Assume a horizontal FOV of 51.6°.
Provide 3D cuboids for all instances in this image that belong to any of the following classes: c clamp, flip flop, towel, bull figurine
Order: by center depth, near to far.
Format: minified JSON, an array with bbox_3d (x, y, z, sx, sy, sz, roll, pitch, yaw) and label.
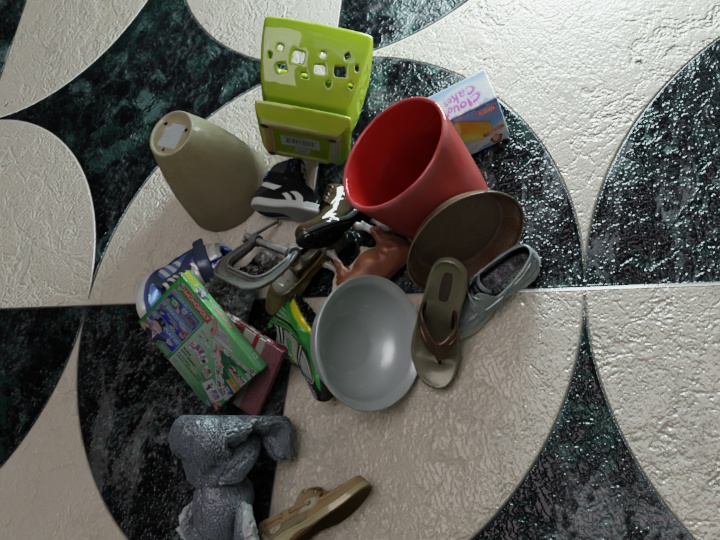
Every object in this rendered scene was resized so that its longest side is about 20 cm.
[{"bbox_3d":[0.120,0.082,1.118,0.079,0.058,0.205,12,106,10],"label":"flip flop"},{"bbox_3d":[-0.228,0.139,1.248,0.197,0.023,0.146,31,113,10],"label":"towel"},{"bbox_3d":[0.000,0.000,1.252,0.199,0.065,0.122,-41,71,-1],"label":"bull figurine"},{"bbox_3d":[-0.170,-0.030,1.284,0.169,0.028,0.199,-33,32,-21],"label":"c clamp"}]

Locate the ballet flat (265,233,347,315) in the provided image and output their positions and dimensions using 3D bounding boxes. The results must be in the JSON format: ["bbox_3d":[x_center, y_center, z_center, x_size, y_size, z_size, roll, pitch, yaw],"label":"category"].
[{"bbox_3d":[-0.107,-0.010,1.309,0.200,0.071,0.071,-45,58,0],"label":"ballet flat"}]

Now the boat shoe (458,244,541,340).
[{"bbox_3d":[0.191,0.029,1.154,0.200,0.071,0.071,-40,58,5],"label":"boat shoe"}]

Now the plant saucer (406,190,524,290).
[{"bbox_3d":[0.155,-0.050,1.133,0.198,0.201,0.037,-33,49,6],"label":"plant saucer"}]

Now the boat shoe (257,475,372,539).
[{"bbox_3d":[-0.074,0.360,1.126,0.198,0.071,0.065,-35,59,8],"label":"boat shoe"}]

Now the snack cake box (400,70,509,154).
[{"bbox_3d":[0.144,-0.240,1.269,0.196,0.115,0.068,-24,57,13],"label":"snack cake box"}]

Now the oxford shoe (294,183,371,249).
[{"bbox_3d":[-0.049,-0.097,1.259,0.085,0.199,0.073,49,136,9],"label":"oxford shoe"}]

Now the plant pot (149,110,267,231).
[{"bbox_3d":[-0.300,-0.203,1.402,0.183,0.200,0.192,-9,64,19],"label":"plant pot"}]

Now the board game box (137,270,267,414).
[{"bbox_3d":[-0.262,0.120,1.227,0.134,0.029,0.201,-40,89,26],"label":"board game box"}]

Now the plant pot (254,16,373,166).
[{"bbox_3d":[-0.090,-0.307,1.332,0.195,0.199,0.186,11,77,-1],"label":"plant pot"}]

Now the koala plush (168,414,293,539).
[{"bbox_3d":[-0.215,0.328,1.152,0.174,0.183,0.206,-5,78,29],"label":"koala plush"}]

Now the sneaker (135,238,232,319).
[{"bbox_3d":[-0.302,0.013,1.333,0.144,0.082,0.201,-19,21,22],"label":"sneaker"}]

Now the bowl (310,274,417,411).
[{"bbox_3d":[-0.005,0.113,1.162,0.090,0.198,0.206,-11,57,57],"label":"bowl"}]

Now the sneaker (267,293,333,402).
[{"bbox_3d":[-0.093,0.139,1.240,0.085,0.078,0.202,-39,49,11],"label":"sneaker"}]

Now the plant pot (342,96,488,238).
[{"bbox_3d":[0.100,-0.138,1.171,0.198,0.176,0.204,-26,47,31],"label":"plant pot"}]

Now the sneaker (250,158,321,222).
[{"bbox_3d":[-0.105,-0.151,1.367,0.196,0.073,0.114,11,72,28],"label":"sneaker"}]

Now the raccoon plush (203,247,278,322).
[{"bbox_3d":[-0.199,0.060,1.306,0.200,0.097,0.134,-44,65,2],"label":"raccoon plush"}]
